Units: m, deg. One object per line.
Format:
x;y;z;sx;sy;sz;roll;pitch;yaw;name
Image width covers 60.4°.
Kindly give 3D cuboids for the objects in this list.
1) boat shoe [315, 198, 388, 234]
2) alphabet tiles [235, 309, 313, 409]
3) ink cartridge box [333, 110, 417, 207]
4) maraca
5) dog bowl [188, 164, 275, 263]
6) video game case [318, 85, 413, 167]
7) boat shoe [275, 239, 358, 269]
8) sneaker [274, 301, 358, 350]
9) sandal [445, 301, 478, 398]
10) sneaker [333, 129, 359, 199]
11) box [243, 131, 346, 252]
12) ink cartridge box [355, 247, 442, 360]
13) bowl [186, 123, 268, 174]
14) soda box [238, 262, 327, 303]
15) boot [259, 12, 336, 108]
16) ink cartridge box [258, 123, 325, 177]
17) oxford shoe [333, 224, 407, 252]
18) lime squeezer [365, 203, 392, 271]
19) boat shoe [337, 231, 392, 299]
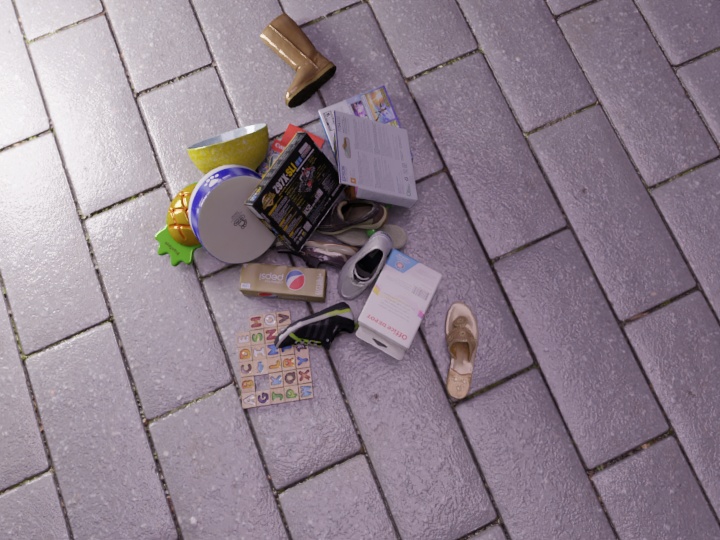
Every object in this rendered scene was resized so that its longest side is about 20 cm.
-0.034;-0.129;1.388;0.194;0.065;0.076;-6;61;29;boat shoe
-0.196;0.197;1.403;0.161;0.008;0.207;-8;77;-2;alphabet tiles
0.027;-0.248;1.382;0.194;0.043;0.202;8;60;-24;ink cartridge box
-0.393;-0.108;1.426;0.135;0.107;0.203;33;87;15;maraca
-0.276;-0.123;1.369;0.198;0.203;0.079;-38;37;-9;dog bowl
0.012;-0.325;1.507;0.176;0.046;0.206;-20;78;-3;video game case
-0.102;-0.034;1.425;0.192;0.072;0.067;6;88;-1;boat shoe
-0.096;0.141;1.379;0.195;0.072;0.085;-24;80;-9;sneaker
0.227;0.172;1.370;0.075;0.070;0.220;5;77;1;sandal
-0.008;-0.261;1.443;0.085;0.075;0.207;-8;78;-19;sneaker
-0.136;-0.169;1.345;0.160;0.049;0.203;44;73;-34;box
0.080;0.083;1.369;0.126;0.125;0.204;27;79;7;ink cartridge box
-0.295;-0.260;1.441;0.194;0.201;0.111;-17;110;-4;bowl
-0.173;0.028;1.412;0.192;0.068;0.066;6;76;2;soda box
-0.180;-0.523;1.548;0.200;0.066;0.175;45;68;8;boot
-0.171;-0.256;1.487;0.106;0.050;0.205;23;79;5;ink cartridge box
0.014;-0.085;1.446;0.193;0.058;0.078;12;80;9;oxford shoe
0.053;-0.107;1.397;0.069;0.038;0.206;19;80;11;lime squeezer
0.000;0.000;1.361;0.072;0.202;0.066;30;37;-3;boat shoe
